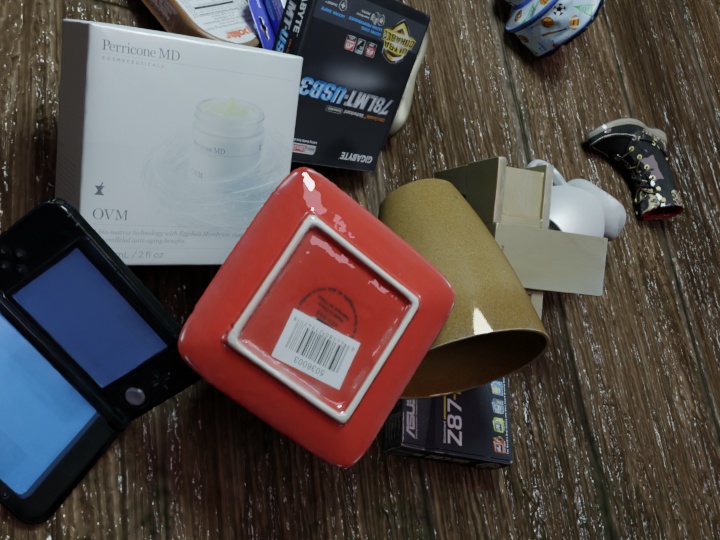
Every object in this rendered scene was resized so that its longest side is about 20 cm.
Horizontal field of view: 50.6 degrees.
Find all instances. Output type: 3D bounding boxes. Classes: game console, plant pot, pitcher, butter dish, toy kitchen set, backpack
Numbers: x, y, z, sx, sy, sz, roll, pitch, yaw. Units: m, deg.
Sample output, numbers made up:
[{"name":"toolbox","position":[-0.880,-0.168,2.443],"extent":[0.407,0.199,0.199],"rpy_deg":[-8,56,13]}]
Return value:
[{"name":"game console","position":[-0.256,0.077,0.624],"extent":[0.201,0.174,0.117],"rpy_deg":[52,22,-21]},{"name":"plant pot","position":[0.086,0.012,0.825],"extent":[0.183,0.186,0.204],"rpy_deg":[4,59,-33]},{"name":"pitcher","position":[0.279,-0.083,1.098],"extent":[0.171,0.122,0.199],"rpy_deg":[44,39,16]},{"name":"butter dish","position":[-0.048,0.042,0.712],"extent":[0.199,0.147,0.201],"rpy_deg":[37,80,-15]},{"name":"toy kitchen set","position":[0.196,-0.025,0.982],"extent":[0.160,0.180,0.205],"rpy_deg":[6,89,-20]},{"name":"backpack","position":[0.317,-0.454,1.231],"extent":[0.152,0.199,0.194],"rpy_deg":[25,64,-17]}]

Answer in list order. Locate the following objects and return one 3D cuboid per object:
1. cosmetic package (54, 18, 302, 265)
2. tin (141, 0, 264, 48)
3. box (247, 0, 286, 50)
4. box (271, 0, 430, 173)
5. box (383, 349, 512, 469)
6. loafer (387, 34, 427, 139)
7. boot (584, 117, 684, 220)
[{"name":"cosmetic package","position":[-0.174,-0.117,0.718],"extent":[0.196,0.122,0.205],"rpy_deg":[-1,105,-33]},{"name":"tin","position":[-0.191,-0.314,0.876],"extent":[0.111,0.042,0.201],"rpy_deg":[-31,76,-40]},{"name":"box","position":[-0.040,-0.304,0.911],"extent":[0.198,0.041,0.121],"rpy_deg":[-22,92,-42]},{"name":"box","position":[-0.022,-0.219,0.866],"extent":[0.049,0.202,0.198],"rpy_deg":[30,18,34]},{"name":"box","position":[0.105,0.126,0.917],"extent":[0.158,0.049,0.204],"rpy_deg":[15,62,-25]},{"name":"loafer","position":[0.040,-0.275,1.025],"extent":[0.067,0.076,0.204],"rpy_deg":[26,58,-30]},{"name":"boot","position":[0.468,-0.168,1.284],"extent":[0.197,0.073,0.154],"rpy_deg":[3,69,-39]}]
